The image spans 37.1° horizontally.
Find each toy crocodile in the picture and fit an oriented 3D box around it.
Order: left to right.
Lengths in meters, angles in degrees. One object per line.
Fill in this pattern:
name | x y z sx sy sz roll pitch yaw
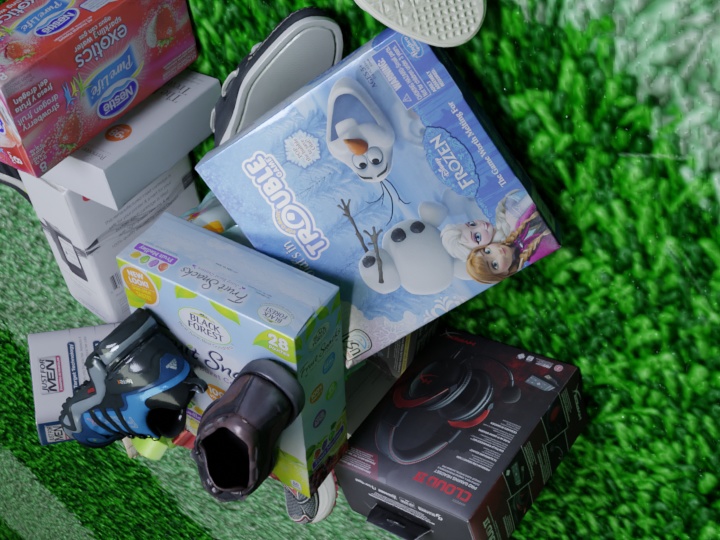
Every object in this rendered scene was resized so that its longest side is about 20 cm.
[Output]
toy crocodile | -0.142 0.149 1.039 0.200 0.068 0.062 17 -148 -56

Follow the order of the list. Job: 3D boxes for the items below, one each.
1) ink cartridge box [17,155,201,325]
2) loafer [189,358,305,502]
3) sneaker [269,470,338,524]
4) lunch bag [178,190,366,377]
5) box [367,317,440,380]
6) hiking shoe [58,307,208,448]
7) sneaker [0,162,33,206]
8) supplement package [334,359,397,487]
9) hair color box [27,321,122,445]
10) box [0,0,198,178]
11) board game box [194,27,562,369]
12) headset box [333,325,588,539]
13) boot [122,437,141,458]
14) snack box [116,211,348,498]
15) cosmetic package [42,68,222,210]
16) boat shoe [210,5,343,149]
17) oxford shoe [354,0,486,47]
ink cartridge box | -0.244 -0.064 1.095 0.083 0.145 0.201 30 147 30
loafer | -0.100 0.136 0.821 0.072 0.063 0.200 35 143 3
sneaker | -0.074 0.184 1.054 0.081 0.074 0.201 48 156 40
lunch bag | -0.088 0.017 0.950 0.200 0.122 0.171 -1 125 59
box | 0.000 0.000 0.987 0.161 0.049 0.201 33 147 21
hiking shoe | -0.187 0.113 0.869 0.087 0.074 0.200 43 146 4
sneaker | -0.388 -0.137 1.274 0.199 0.072 0.083 31 123 17
supplement package | 0.069 0.181 1.059 0.199 0.117 0.118 26 143 26
hair color box | -0.233 0.108 1.104 0.061 0.199 0.101 109 150 -57
box | -0.244 -0.180 0.901 0.099 0.200 0.096 23 143 29
board game box | 0.014 -0.054 0.803 0.198 0.043 0.200 -31 107 20
headset box | 0.083 0.155 0.931 0.148 0.200 0.075 17 141 38
boot | -0.181 0.162 1.164 0.200 0.155 0.073 46 158 19
snack box | -0.097 0.070 0.861 0.168 0.068 0.201 22 139 24
cosmetic package | -0.246 -0.144 0.997 0.199 0.151 0.052 22 144 30
boat shoe | -0.077 -0.151 0.875 0.200 0.075 0.061 -47 51 45
oxford shoe | -0.001 -0.220 0.718 0.199 0.075 0.058 33 -172 2
